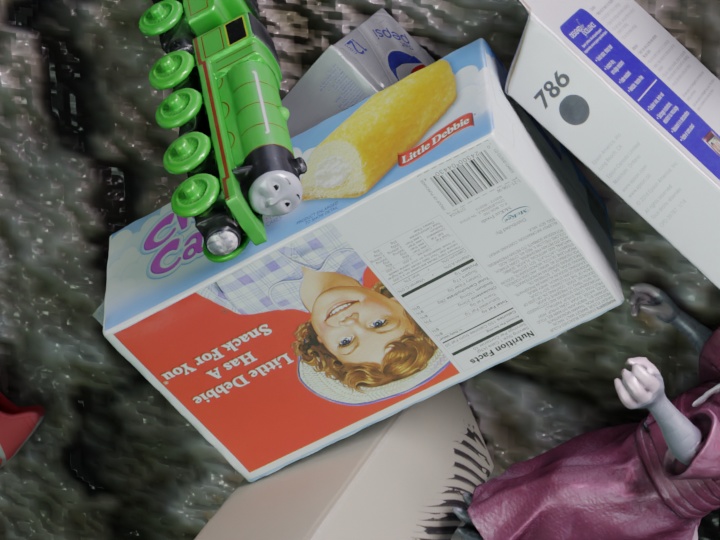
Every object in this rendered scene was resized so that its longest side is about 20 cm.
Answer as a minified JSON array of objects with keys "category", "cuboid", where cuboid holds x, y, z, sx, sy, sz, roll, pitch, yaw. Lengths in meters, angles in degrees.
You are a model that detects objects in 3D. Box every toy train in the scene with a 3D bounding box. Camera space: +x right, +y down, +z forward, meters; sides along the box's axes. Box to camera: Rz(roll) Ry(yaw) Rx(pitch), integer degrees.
[{"category":"toy train","cuboid":[-0.061,-0.080,0.908,0.056,0.201,0.042,-26,131,9]}]

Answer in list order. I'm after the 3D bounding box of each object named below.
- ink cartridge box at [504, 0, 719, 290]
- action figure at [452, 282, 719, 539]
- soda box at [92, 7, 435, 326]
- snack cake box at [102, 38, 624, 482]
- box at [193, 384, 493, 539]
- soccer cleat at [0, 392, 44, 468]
[{"category":"ink cartridge box","cuboid":[0.128,-0.061,0.878,0.200,0.099,0.039,45,120,2]},{"category":"action figure","cuboid":[0.143,0.090,0.915,0.199,0.134,0.149,-32,97,33]},{"category":"soda box","cuboid":[-0.039,-0.029,0.982,0.063,0.068,0.200,44,120,0]},{"category":"snack cake box","cuboid":[0.000,0.000,0.906,0.199,0.068,0.115,-26,129,20]},{"category":"box","cuboid":[-0.011,0.117,0.953,0.082,0.200,0.069,-17,107,29]},{"category":"soccer cleat","cuboid":[-0.247,0.022,1.105,0.073,0.068,0.201,-34,91,7]}]
